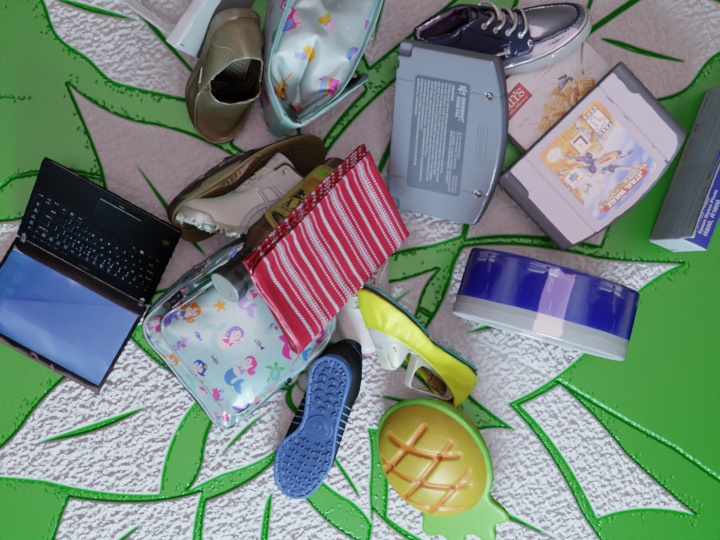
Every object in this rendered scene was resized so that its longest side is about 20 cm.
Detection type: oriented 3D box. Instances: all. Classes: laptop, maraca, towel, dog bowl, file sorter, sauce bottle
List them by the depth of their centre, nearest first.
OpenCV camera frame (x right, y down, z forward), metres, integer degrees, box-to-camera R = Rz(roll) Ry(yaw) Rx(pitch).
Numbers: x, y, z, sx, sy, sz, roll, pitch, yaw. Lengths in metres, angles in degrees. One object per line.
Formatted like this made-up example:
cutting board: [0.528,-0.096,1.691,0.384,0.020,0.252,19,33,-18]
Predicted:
towel: [-0.032,-0.021,1.509,0.200,0.022,0.145,-47,134,-22]
sauce bottle: [-0.078,-0.042,1.517,0.065,0.065,0.200,46,64,-3]
file sorter: [-0.193,-0.329,1.546,0.124,0.200,0.139,36,95,2]
dog bowl: [0.209,0.038,1.573,0.199,0.200,0.079,16,87,-3]
laptop: [-0.327,0.007,1.592,0.177,0.103,0.200,28,129,-3]
maraca: [0.094,0.235,1.619,0.137,0.107,0.200,-15,109,33]

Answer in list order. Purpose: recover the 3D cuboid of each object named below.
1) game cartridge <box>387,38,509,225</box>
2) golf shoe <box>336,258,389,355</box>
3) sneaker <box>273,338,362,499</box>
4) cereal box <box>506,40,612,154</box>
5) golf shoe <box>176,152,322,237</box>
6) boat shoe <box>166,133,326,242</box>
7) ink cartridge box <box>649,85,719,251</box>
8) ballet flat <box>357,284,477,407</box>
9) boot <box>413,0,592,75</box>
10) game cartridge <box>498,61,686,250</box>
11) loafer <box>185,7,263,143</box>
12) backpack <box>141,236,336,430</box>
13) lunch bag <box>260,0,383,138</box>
game cartridge: [0.101,-0.155,1.592,0.133,0.040,0.201,16,118,21]
golf shoe: [0.000,0.000,1.618,0.075,0.092,0.201,-4,92,-4]
sneaker: [-0.042,0.172,1.628,0.070,0.078,0.201,26,115,11]
cereal box: [0.258,-0.174,1.652,0.200,0.040,0.144,44,89,-3]
golf shoe: [-0.115,-0.085,1.570,0.199,0.078,0.098,-1,99,-37]
boat shoe: [-0.136,-0.107,1.620,0.200,0.066,0.072,-32,130,-13]
ink cartridge box: [0.399,-0.118,1.581,0.043,0.200,0.197,22,90,-3]
ballet flat: [0.059,0.095,1.600,0.200,0.067,0.067,40,74,-32]
boot: [0.163,-0.273,1.598,0.199,0.090,0.073,-22,54,9]
game cartridge: [0.273,-0.125,1.617,0.200,0.042,0.133,-44,88,2]
loafer: [-0.151,-0.204,1.561,0.076,0.200,0.068,-4,56,-15]
backpack: [-0.131,0.060,1.588,0.200,0.151,0.178,-39,98,-8]
lunch bag: [-0.054,-0.247,1.570,0.122,0.170,0.201,16,89,-12]
